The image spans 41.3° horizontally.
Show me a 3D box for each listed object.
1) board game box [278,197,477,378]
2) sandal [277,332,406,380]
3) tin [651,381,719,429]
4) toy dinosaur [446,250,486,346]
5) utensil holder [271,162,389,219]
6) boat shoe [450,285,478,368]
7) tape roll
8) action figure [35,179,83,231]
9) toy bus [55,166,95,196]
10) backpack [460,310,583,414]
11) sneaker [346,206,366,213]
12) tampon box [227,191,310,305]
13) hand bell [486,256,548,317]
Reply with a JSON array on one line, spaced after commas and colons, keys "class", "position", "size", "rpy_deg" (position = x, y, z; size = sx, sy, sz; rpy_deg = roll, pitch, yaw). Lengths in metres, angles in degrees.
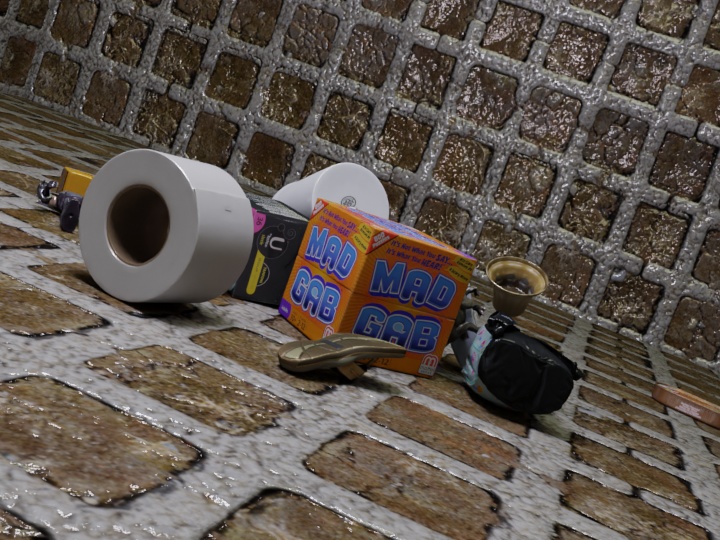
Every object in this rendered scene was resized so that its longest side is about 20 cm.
[{"class": "board game box", "position": [0.023, 0.026, 1.508], "size": [0.199, 0.202, 0.200], "rpy_deg": [16, 9, -32]}, {"class": "sandal", "position": [-0.026, 0.121, 1.283], "size": [0.199, 0.055, 0.080], "rpy_deg": [-5, 17, -40]}, {"class": "tin", "position": [0.746, 0.305, 2.130], "size": [0.199, 0.042, 0.112], "rpy_deg": [25, 4, 31]}, {"class": "toy dinosaur", "position": [0.153, 0.062, 1.582], "size": [0.102, 0.202, 0.077], "rpy_deg": [16, 0, -31]}, {"class": "utensil holder", "position": [-0.062, -0.101, 1.757], "size": [0.169, 0.172, 0.200], "rpy_deg": [17, -16, -24]}, {"class": "boat shoe", "position": [0.166, 0.082, 1.662], "size": [0.073, 0.202, 0.065], "rpy_deg": [-13, -3, -2]}, {"class": "tape roll", "position": [-0.265, -0.056, 1.312], "size": [0.201, 0.204, 0.139], "rpy_deg": [23, 7, 24]}, {"class": "action figure", "position": [-0.494, -0.115, 1.664], "size": [0.129, 0.070, 0.200], "rpy_deg": [6, 9, -29]}, {"class": "toy bus", "position": [-0.492, -0.142, 1.889], "size": [0.199, 0.066, 0.078], "rpy_deg": [16, 6, -30]}, {"class": "backpack", "position": [0.232, 0.147, 1.490], "size": [0.166, 0.127, 0.200], "rpy_deg": [33, 3, -8]}, {"class": "sneaker", "position": [-0.041, -0.012, 1.619], "size": [0.080, 0.202, 0.076], "rpy_deg": [4, 25, -23]}, {"class": "tampon box", "position": [-0.177, -0.043, 1.645], "size": [0.125, 0.151, 0.200], "rpy_deg": [11, 10, -28]}, {"class": "hand bell", "position": [0.241, 0.088, 1.612], "size": [0.103, 0.201, 0.105], "rpy_deg": [7, 35, -5]}]
